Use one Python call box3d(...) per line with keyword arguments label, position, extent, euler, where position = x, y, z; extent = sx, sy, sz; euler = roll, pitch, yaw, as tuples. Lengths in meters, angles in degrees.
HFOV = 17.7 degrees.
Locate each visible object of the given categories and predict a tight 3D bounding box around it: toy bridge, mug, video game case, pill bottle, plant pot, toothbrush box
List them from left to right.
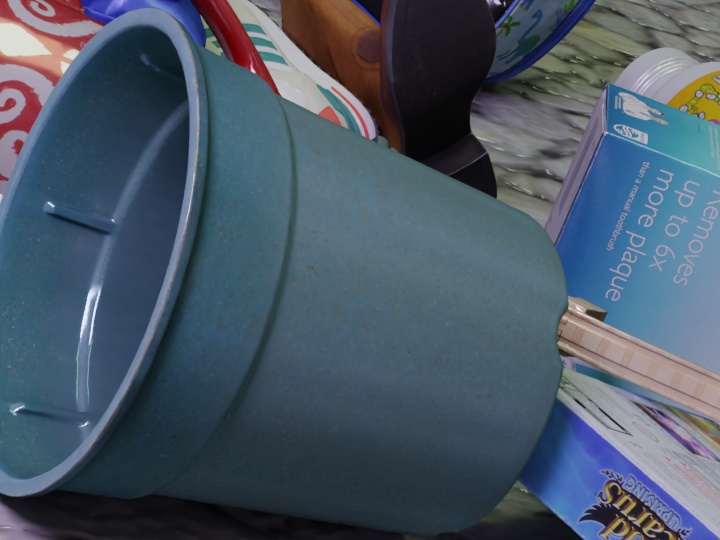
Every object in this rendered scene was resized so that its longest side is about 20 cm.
box3d(label="mug", position=(-0.113, -0.071, 1.097), extent=(0.199, 0.178, 0.133), euler=(21, 16, -11))
box3d(label="plant pot", position=(-0.033, 0.019, 0.959), extent=(0.196, 0.201, 0.200), euler=(19, 22, -28))
box3d(label="toy bridge", position=(0.100, 0.026, 1.103), extent=(0.200, 0.027, 0.067), euler=(27, 6, 14))
box3d(label="toothbrush box", position=(0.191, 0.013, 1.199), extent=(0.199, 0.147, 0.085), euler=(21, 23, -3))
box3d(label="video game case", position=(0.163, 0.121, 1.010), extent=(0.181, 0.046, 0.200), euler=(19, 17, -48))
box3d(label="pill bottle", position=(0.240, -0.064, 1.462), extent=(0.104, 0.105, 0.200), euler=(4, 28, -35))

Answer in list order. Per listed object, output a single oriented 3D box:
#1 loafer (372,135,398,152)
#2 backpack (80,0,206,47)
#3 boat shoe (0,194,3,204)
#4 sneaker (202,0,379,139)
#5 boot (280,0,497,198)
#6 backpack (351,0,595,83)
box3d(label="loafer", position=(0.000, 0.000, 1.183), extent=(0.063, 0.072, 0.200), euler=(38, 28, -10))
box3d(label="backpack", position=(-0.155, -0.154, 1.245), extent=(0.162, 0.168, 0.200), euler=(25, 19, -15))
box3d(label="boat shoe", position=(-0.236, -0.017, 1.006), extent=(0.199, 0.072, 0.069), euler=(22, 43, -15))
box3d(label="sneaker", position=(-0.082, -0.110, 1.325), extent=(0.200, 0.070, 0.093), euler=(39, 23, 31))
box3d(label="boot", position=(0.010, -0.142, 1.350), extent=(0.068, 0.189, 0.200), euler=(-29, 43, -11))
box3d(label="backpack", position=(0.073, -0.230, 1.590), extent=(0.200, 0.183, 0.147), euler=(48, 13, 31))
